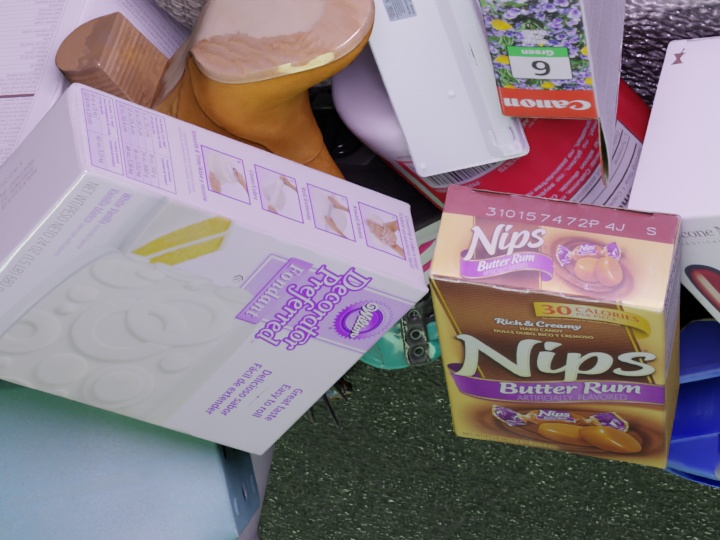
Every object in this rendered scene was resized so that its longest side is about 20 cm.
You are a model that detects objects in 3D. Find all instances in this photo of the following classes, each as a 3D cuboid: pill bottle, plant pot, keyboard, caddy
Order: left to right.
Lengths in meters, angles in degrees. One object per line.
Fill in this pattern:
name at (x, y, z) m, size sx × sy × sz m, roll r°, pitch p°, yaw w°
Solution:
plant pot at (-0.162, 0.108, 1.594) m, size 0.199 × 0.142 × 0.141 m, roll -13°, pitch -174°, yaw 7°
keyboard at (0.024, -0.127, 1.377) m, size 0.056 × 0.011 × 0.201 m, roll -8°, pitch 126°, yaw 19°
pill bottle at (0.085, -0.065, 1.521) m, size 0.112 × 0.113 × 0.200 m, roll -6°, pitch 147°, yaw 39°
caddy at (0.233, 0.072, 1.714) m, size 0.141 × 0.105 × 0.200 m, roll 33°, pitch 150°, yaw -32°

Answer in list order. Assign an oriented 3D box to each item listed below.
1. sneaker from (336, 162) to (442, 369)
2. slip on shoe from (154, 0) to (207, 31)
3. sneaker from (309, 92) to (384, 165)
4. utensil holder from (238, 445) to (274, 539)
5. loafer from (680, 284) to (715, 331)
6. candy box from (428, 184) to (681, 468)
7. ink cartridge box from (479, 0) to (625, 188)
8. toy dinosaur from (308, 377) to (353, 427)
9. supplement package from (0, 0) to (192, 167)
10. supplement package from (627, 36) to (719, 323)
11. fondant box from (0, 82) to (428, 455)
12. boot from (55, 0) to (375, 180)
sneaker at (0.000, 0.000, 1.611) m, size 0.199 × 0.084 × 0.121 m, roll -12°, pitch 134°, yaw -35°
slip on shoe at (-0.086, -0.173, 1.449) m, size 0.074 × 0.061 × 0.200 m, roll 5°, pitch 147°, yaw 46°
sneaker at (-0.074, -0.057, 1.679) m, size 0.199 × 0.076 × 0.079 m, roll 8°, pitch 156°, yaw 19°
utensil holder at (-0.123, 0.059, 1.734) m, size 0.169 × 0.201 × 0.170 m, roll 12°, pitch -170°, yaw -2°
loafer at (0.149, 0.007, 1.674) m, size 0.199 × 0.072 × 0.073 m, roll -12°, pitch 143°, yaw 45°
candy box at (0.101, 0.031, 1.514) m, size 0.116 × 0.057 × 0.200 m, roll 8°, pitch 154°, yaw 10°
ink cartridge box at (0.088, -0.133, 1.381) m, size 0.050 × 0.109 × 0.200 m, roll 2°, pitch 152°, yaw 10°
toy dinosaur at (-0.059, 0.041, 1.898) m, size 0.104 × 0.201 × 0.181 m, roll -4°, pitch -175°, yaw 12°
supplement package at (-0.168, -0.068, 1.546) m, size 0.113 × 0.201 × 0.110 m, roll -1°, pitch 150°, yaw 33°
supplement package at (0.236, -0.023, 1.517) m, size 0.113 × 0.110 × 0.200 m, roll -5°, pitch 147°, yaw 37°
fondant box at (-0.089, 0.004, 1.428) m, size 0.199 × 0.058 × 0.144 m, roll 18°, pitch 132°, yaw -34°
boot at (-0.038, -0.075, 1.444) m, size 0.201 × 0.071 × 0.144 m, roll -5°, pitch 142°, yaw 40°
